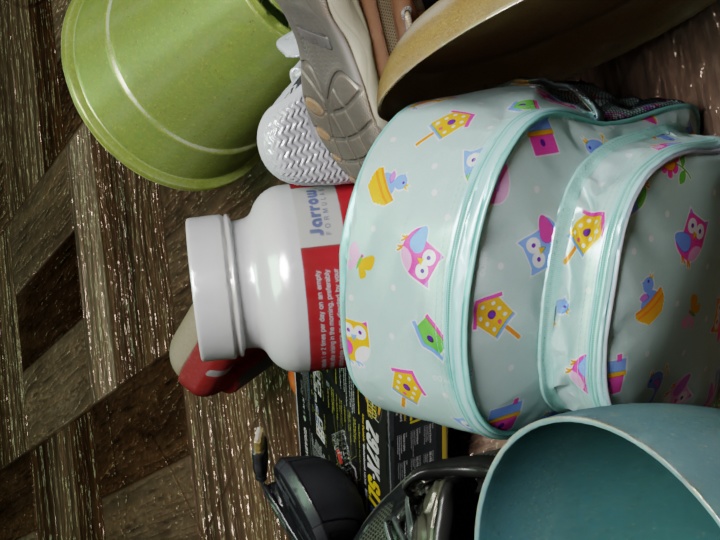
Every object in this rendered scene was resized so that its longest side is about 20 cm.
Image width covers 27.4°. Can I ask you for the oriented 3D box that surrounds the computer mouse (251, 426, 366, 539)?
[{"bbox_3d":[-0.035,0.155,1.030,0.141,0.046,0.200,57,166,29],"label":"computer mouse"}]

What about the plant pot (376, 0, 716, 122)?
[{"bbox_3d":[0.096,-0.123,0.696,0.200,0.199,0.028,-32,78,60],"label":"plant pot"}]

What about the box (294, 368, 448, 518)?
[{"bbox_3d":[0.005,0.099,1.010,0.160,0.049,0.201,47,147,49],"label":"box"}]

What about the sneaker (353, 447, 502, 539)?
[{"bbox_3d":[0.042,0.150,0.863,0.199,0.114,0.077,-28,72,41],"label":"sneaker"}]

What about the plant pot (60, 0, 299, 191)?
[{"bbox_3d":[-0.096,-0.186,1.132,0.190,0.199,0.201,-26,68,47],"label":"plant pot"}]

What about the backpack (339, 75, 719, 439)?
[{"bbox_3d":[0.090,-0.003,0.718,0.153,0.199,0.177,20,108,46],"label":"backpack"}]

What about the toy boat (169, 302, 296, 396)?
[{"bbox_3d":[-0.054,0.048,1.133,0.131,0.130,0.200,48,143,9],"label":"toy boat"}]

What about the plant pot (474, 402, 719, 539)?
[{"bbox_3d":[0.161,0.143,0.639,0.200,0.134,0.201,33,129,51],"label":"plant pot"}]

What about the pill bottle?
[{"bbox_3d":[0.000,0.000,0.874,0.112,0.199,0.113,173,90,-84],"label":"pill bottle"}]

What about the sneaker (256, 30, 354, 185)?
[{"bbox_3d":[-0.015,-0.106,0.902,0.115,0.200,0.075,-4,117,44],"label":"sneaker"}]

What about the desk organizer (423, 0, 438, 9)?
[{"bbox_3d":[0.078,-0.170,0.783,0.200,0.072,0.077,-29,96,45],"label":"desk organizer"}]

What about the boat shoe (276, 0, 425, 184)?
[{"bbox_3d":[0.009,-0.116,0.767,0.076,0.072,0.200,35,152,43],"label":"boat shoe"}]
